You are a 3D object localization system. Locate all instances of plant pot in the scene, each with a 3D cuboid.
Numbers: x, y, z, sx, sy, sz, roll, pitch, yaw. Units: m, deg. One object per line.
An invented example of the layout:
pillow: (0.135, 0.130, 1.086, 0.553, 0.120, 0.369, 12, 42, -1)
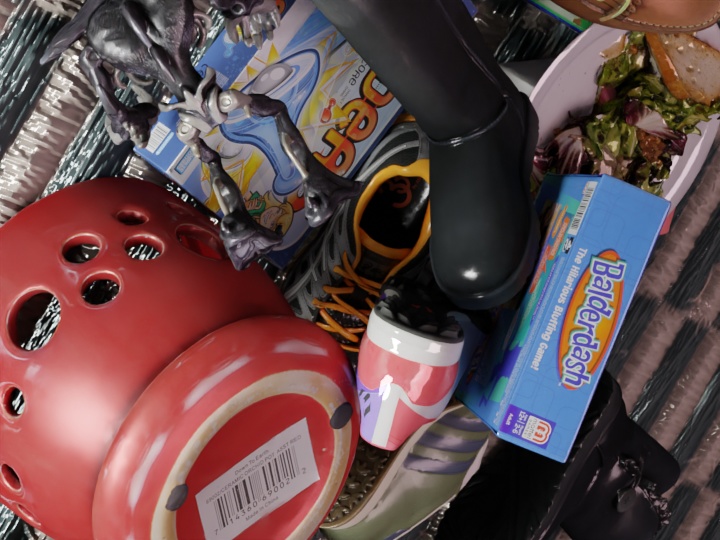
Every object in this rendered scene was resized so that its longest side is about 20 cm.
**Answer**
plant pot: (-0.113, 0.071, 1.283, 0.200, 0.182, 0.201, -25, 131, -33)

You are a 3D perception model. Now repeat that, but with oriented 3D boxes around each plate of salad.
plate of salad: (0.168, -0.078, 1.464, 0.200, 0.048, 0.201, -26, 135, -29)

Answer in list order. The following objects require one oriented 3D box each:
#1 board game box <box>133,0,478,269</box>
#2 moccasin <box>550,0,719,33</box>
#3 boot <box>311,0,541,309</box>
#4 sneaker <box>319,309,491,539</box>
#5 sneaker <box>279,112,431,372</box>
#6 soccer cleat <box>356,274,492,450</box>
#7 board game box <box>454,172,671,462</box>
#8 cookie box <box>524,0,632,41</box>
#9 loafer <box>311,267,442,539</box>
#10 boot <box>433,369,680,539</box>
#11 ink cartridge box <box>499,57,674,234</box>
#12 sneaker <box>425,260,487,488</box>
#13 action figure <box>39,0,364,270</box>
board game box: (-0.029, -0.113, 1.353, 0.200, 0.034, 0.135, -53, 142, -3)
moccasin: (0.129, -0.194, 1.355, 0.201, 0.078, 0.074, 27, 91, -16)
boot: (0.034, -0.098, 1.280, 0.065, 0.165, 0.200, -15, 136, 20)
sneaker: (0.047, 0.100, 1.469, 0.200, 0.067, 0.090, -45, 147, -7)
sneaker: (0.000, 0.000, 1.410, 0.078, 0.077, 0.201, 20, 103, -8)
soccer cleat: (0.031, 0.050, 1.313, 0.200, 0.068, 0.073, -38, 147, -80)
board game box: (0.111, 0.021, 1.319, 0.200, 0.045, 0.153, -142, -106, -84)
cookie box: (0.203, -0.259, 1.461, 0.171, 0.075, 0.201, -14, 125, -39)
loafer: (-0.005, 0.081, 1.514, 0.201, 0.063, 0.072, -61, 169, 13)
boot: (0.155, 0.185, 1.732, 0.200, 0.076, 0.168, -53, 139, -13)
ink cartridge box: (0.135, -0.076, 1.528, 0.199, 0.067, 0.117, -10, 124, -42)
sneaker: (0.081, 0.065, 1.572, 0.082, 0.074, 0.201, -24, 137, -39)
action figure: (-0.091, -0.102, 1.237, 0.119, 0.102, 0.200, -33, 97, 5)
